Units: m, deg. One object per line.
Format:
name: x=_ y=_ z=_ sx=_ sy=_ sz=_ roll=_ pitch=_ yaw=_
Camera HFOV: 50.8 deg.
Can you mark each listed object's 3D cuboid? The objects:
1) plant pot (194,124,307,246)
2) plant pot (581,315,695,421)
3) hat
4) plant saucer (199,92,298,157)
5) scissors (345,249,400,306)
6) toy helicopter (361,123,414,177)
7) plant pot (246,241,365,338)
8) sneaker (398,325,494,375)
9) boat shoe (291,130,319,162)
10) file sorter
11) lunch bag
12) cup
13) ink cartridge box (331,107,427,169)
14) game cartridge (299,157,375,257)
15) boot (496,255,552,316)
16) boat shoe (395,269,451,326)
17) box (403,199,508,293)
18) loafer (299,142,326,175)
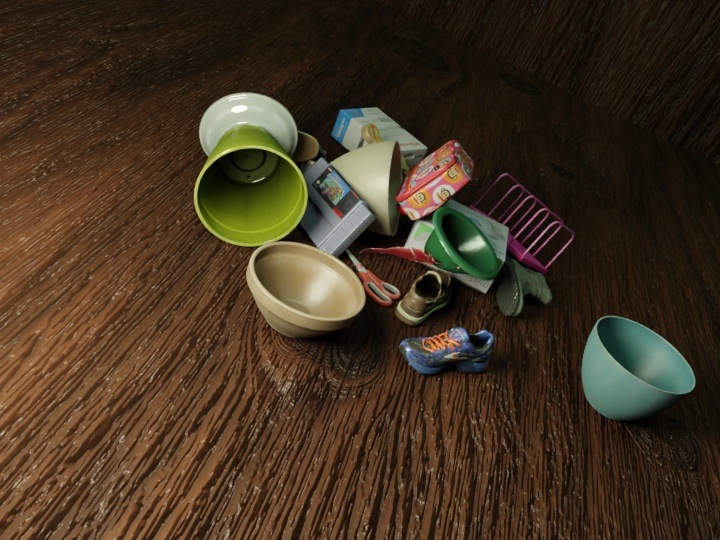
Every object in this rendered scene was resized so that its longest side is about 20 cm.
plant pot: x=-0.208 y=-0.180 z=1.429 sx=0.200 sy=0.201 sz=0.193 roll=14 pitch=29 yaw=-18
plant pot: x=0.494 y=0.201 z=1.414 sx=0.200 sy=0.135 sz=0.200 roll=18 pitch=32 yaw=-12
hat: x=0.149 y=-0.017 z=1.526 sx=0.166 sy=0.176 sz=0.200 roll=-15 pitch=67 yaw=-53
plant saucer: x=-0.226 y=-0.261 z=1.533 sx=0.200 sy=0.200 sz=0.050 roll=14 pitch=42 yaw=-19
scissors: x=0.000 y=0.000 z=1.476 sx=0.200 sy=0.014 sz=0.073 roll=43 pitch=37 yaw=24
toy helicopter: x=0.057 y=-0.247 z=1.763 sx=0.132 sy=0.079 sz=0.200 roll=-42 pitch=104 yaw=-43
plant pot: x=-0.100 y=0.048 z=1.259 sx=0.201 sy=0.093 sz=0.201 roll=18 pitch=31 yaw=-11
sneaker: x=0.153 y=0.131 z=1.329 sx=0.200 sy=0.078 sz=0.075 roll=1 pitch=38 yaw=-34
boat shoe: x=-0.184 y=-0.283 z=1.674 sx=0.200 sy=0.071 sz=0.065 roll=8 pitch=18 yaw=11
file sorter: x=0.381 y=-0.113 z=1.774 sx=0.139 sy=0.125 sz=0.200 roll=22 pitch=24 yaw=-51
lunch bag: x=0.147 y=-0.181 z=1.580 sx=0.082 sy=0.176 sz=0.200 roll=50 pitch=21 yaw=-12
cup: x=0.005 y=-0.177 z=1.603 sx=0.143 sy=0.200 sz=0.200 roll=4 pitch=30 yaw=10
ink cartridge box: x=0.048 y=-0.328 z=1.932 sx=0.146 sy=0.084 sz=0.200 roll=-14 pitch=50 yaw=-46
game cartridge: x=-0.067 y=-0.126 z=1.511 sx=0.038 sy=0.130 sz=0.200 roll=27 pitch=19 yaw=-52
boot: x=0.359 y=0.043 z=1.628 sx=0.131 sy=0.068 sz=0.200 roll=24 pitch=32 yaw=-14
boat shoe: x=0.138 y=0.036 z=1.462 sx=0.075 sy=0.075 sz=0.202 roll=31 pitch=31 yaw=9
box: x=0.208 y=-0.064 z=1.646 sx=0.200 sy=0.097 sz=0.177 roll=27 pitch=29 yaw=1
loafer: x=-0.106 y=-0.260 z=1.741 sx=0.072 sy=0.063 sz=0.200 roll=18 pitch=32 yaw=-12
